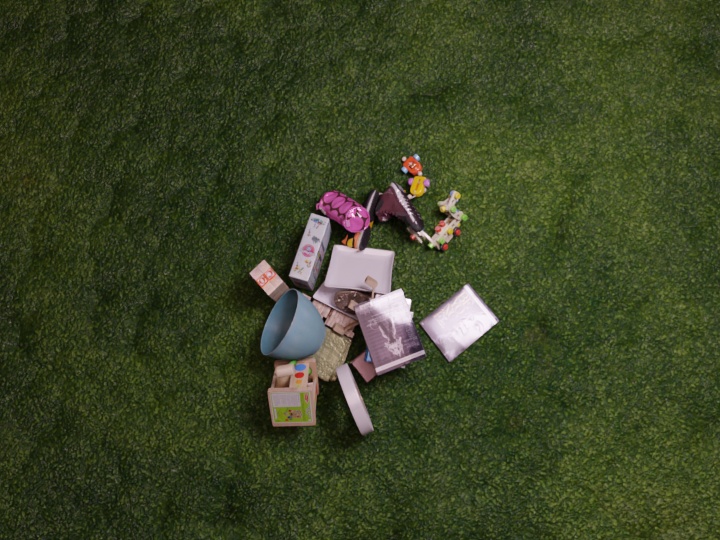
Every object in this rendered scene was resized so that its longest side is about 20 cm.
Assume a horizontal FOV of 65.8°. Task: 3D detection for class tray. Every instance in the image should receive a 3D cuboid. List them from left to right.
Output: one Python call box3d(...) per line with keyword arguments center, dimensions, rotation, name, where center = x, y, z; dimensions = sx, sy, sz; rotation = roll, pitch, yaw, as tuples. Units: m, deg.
box3d(center=(-0.041, 0.102, 1.700), dimensions=(0.198, 0.022, 0.108), rotation=(26, 37, 8), name="tray")

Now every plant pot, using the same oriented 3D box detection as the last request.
box3d(center=(-0.178, 0.173, 1.591), dimensions=(0.134, 0.199, 0.203), rotation=(29, 78, -25), name="plant pot")

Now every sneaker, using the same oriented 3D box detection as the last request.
box3d(center=(-0.003, -0.167, 1.754), dimensions=(0.089, 0.070, 0.203), rotation=(13, 81, 24), name="sneaker")
box3d(center=(0.014, 0.093, 1.680), dimensions=(0.196, 0.076, 0.072), rotation=(8, 102, -11), name="sneaker")
box3d(center=(0.111, -0.166, 1.698), dimensions=(0.115, 0.075, 0.202), rotation=(-40, 52, 19), name="sneaker")

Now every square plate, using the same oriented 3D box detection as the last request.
box3d(center=(0.000, 0.000, 1.695), dimensions=(0.194, 0.029, 0.202), rotation=(7, 41, 3), name="square plate")

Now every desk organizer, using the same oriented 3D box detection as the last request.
box3d(center=(0.070, 0.242, 1.659), dimensions=(0.199, 0.072, 0.077), rotation=(-40, 80, -7), name="desk organizer")

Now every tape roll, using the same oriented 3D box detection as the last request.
box3d(center=(-0.016, 0.362, 1.568), dimensions=(0.037, 0.203, 0.205), rotation=(-22, 77, -2), name="tape roll")

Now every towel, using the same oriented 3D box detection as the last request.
box3d(center=(-0.136, 0.233, 1.678), dimensions=(0.198, 0.036, 0.150), rotation=(26, 88, 10), name="towel")

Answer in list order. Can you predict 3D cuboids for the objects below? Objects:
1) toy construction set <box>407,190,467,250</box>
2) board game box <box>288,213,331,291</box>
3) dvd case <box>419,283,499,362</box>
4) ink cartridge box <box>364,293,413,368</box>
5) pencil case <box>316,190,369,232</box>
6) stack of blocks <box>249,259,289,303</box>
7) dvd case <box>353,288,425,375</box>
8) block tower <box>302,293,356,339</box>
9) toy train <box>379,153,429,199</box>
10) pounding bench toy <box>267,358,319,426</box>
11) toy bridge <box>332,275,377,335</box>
box3d(center=(0.245, -0.142, 1.716), dimensions=(0.199, 0.131, 0.092), rotation=(-38, 40, 2), name="toy construction set")
box3d(center=(-0.149, -0.053, 1.698), dimensions=(0.063, 0.148, 0.203), rotation=(16, 77, 5), name="board game box")
box3d(center=(0.300, 0.158, 1.697), dimensions=(0.199, 0.016, 0.149), rotation=(-37, 78, -7), name="dvd case")
box3d(center=(0.084, 0.170, 1.600), dimensions=(0.114, 0.068, 0.204), rotation=(10, 81, -4), name="ink cartridge box")
box3d(center=(-0.055, -0.179, 1.707), dimensions=(0.092, 0.199, 0.092), rotation=(-10, 115, -28), name="pencil case")
box3d(center=(-0.270, 0.032, 1.656), dimensions=(0.059, 0.200, 0.115), rotation=(-43, 80, -7), name="stack of blocks")
box3d(center=(0.081, 0.170, 1.549), dimensions=(0.147, 0.016, 0.203), rotation=(-19, 83, -8), name="dvd case")
box3d(center=(-0.099, 0.140, 1.698), dimensions=(0.198, 0.054, 0.058), rotation=(28, 80, 8), name="block tower")
box3d(center=(0.147, -0.269, 1.789), dimensions=(0.200, 0.056, 0.150), rotation=(-48, 52, 2), name="toy train")
box3d(center=(-0.189, 0.309, 1.575), dimensions=(0.122, 0.157, 0.203), rotation=(-2, 119, 2), name="pounding bench toy")
box3d(center=(-0.005, 0.113, 1.618), dimensions=(0.067, 0.027, 0.201), rotation=(30, 110, -9), name="toy bridge")
